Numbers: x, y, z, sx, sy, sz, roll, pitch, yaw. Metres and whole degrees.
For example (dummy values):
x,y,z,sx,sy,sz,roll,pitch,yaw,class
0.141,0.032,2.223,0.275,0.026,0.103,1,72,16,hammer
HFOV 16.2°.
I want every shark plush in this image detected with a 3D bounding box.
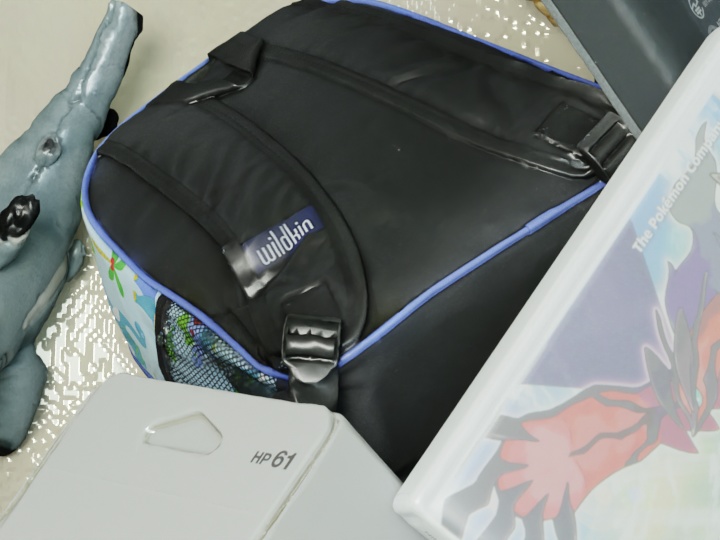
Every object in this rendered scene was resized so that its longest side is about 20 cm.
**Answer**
x,y,z,sx,sy,sz,roll,pitch,yaw,class
-0.129,-0.007,0.987,0.091,0.083,0.200,40,81,-1,shark plush

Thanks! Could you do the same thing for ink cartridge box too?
x,y,z,sx,sy,sz,roll,pitch,yaw,class
-0.014,0.134,0.864,0.200,0.144,0.085,50,63,-28,ink cartridge box

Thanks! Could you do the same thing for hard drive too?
x,y,z,sx,sy,sz,roll,pitch,yaw,class
0.117,-0.100,0.901,0.200,0.033,0.140,55,36,-6,hard drive

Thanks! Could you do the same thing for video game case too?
x,y,z,sx,sy,sz,roll,pitch,yaw,class
0.134,0.051,0.825,0.182,0.023,0.200,39,73,-11,video game case

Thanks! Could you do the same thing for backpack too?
x,y,z,sx,sy,sz,roll,pitch,yaw,class
0.000,0.000,0.952,0.183,0.200,0.147,-35,132,-21,backpack

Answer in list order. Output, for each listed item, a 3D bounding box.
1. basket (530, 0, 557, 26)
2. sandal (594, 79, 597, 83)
x,y,z,sx,sy,sz,roll,pitch,yaw,class
0.133,-0.169,0.988,0.200,0.149,0.143,36,66,-3,basket
0.123,-0.016,1.041,0.075,0.048,0.201,11,70,-9,sandal
